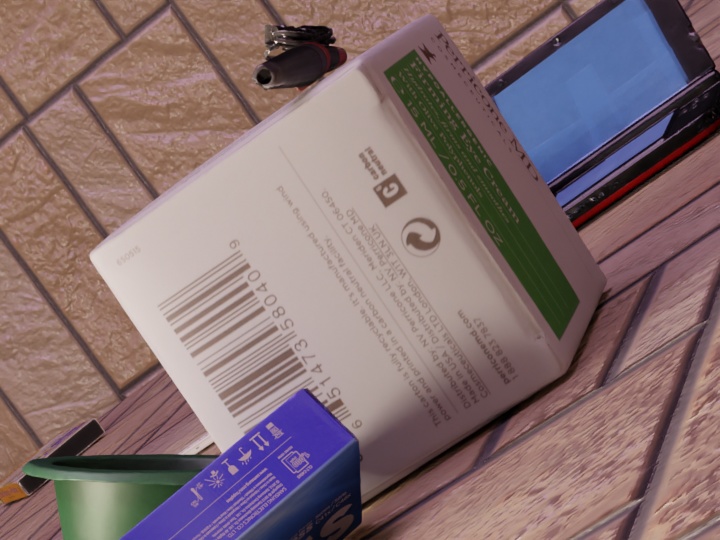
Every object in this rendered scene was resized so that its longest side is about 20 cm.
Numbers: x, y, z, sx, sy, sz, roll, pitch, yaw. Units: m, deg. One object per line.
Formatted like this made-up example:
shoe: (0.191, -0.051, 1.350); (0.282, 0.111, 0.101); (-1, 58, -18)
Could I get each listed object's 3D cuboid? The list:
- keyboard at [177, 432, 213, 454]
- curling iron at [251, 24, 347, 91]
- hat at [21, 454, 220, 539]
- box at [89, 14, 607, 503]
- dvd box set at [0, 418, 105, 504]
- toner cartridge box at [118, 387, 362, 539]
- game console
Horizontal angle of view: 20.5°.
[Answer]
keyboard: (-0.098, 0.124, 1.816); (0.199, 0.011, 0.056); (-35, 5, 26)
curling iron: (-0.038, -0.112, 1.086); (0.049, 0.026, 0.200); (5, 13, 4)
hat: (-0.136, 0.207, 1.239); (0.198, 0.178, 0.166); (1, -2, -7)
box: (0.000, 0.000, 1.116); (0.199, 0.200, 0.171); (-33, 5, 20)
dvd box set: (-0.452, 0.276, 2.852); (0.146, 0.029, 0.200); (-40, 6, -24)
toner cartridge box: (-0.085, 0.152, 0.975); (0.200, 0.043, 0.095); (-39, -27, -20)
game console: (0.169, -0.117, 1.511); (0.199, 0.119, 0.172); (-36, 4, 21)
